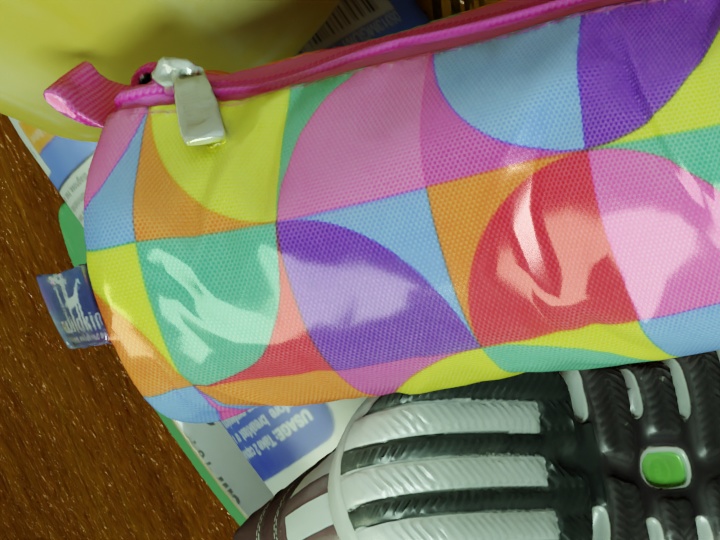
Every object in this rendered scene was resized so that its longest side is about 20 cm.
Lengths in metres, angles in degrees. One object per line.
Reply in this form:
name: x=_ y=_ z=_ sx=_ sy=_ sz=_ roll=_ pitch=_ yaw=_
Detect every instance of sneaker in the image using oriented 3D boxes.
sneaker: x=0.057 y=0.062 z=0.734 sx=0.115 sy=0.200 sz=0.076 roll=-29 pitch=60 yaw=51

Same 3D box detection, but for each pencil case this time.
pencil case: x=0.033 y=-0.019 z=0.611 sx=0.200 sy=0.088 sz=0.088 roll=-9 pitch=132 yaw=26

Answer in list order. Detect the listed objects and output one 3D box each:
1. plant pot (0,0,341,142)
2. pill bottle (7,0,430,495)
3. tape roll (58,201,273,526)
plant pot: x=-0.090 y=-0.127 z=0.666 sx=0.201 sy=0.201 sz=0.189 roll=33 pitch=174 yaw=41
pill bottle: x=0.000 y=0.000 z=0.814 sx=0.200 sy=0.112 sz=0.112 roll=55 pitch=164 yaw=1
tape roll: x=-0.042 y=0.045 z=1.143 sx=0.200 sy=0.048 sz=0.200 roll=51 pitch=167 yaw=17
